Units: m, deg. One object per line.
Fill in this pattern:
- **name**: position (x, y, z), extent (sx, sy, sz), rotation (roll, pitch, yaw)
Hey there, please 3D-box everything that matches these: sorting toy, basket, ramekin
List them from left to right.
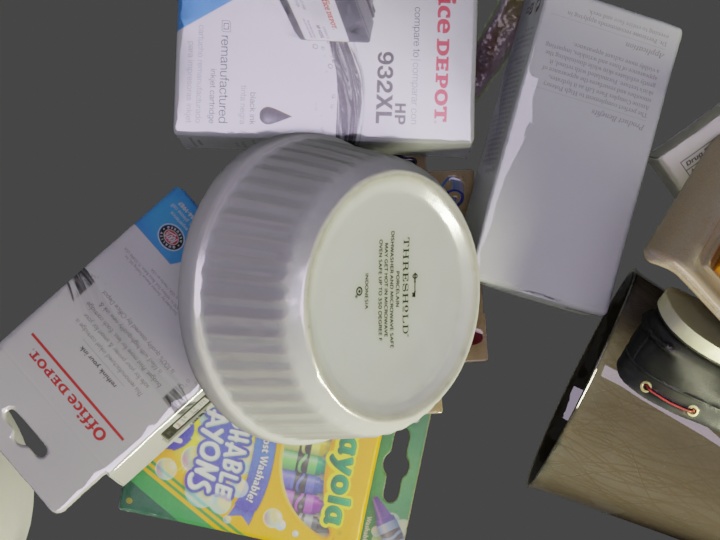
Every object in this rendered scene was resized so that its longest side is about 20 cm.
- **ramekin**: position (-0.011, 0.014, 1.343), extent (0.202, 0.094, 0.204), rotation (-4, 96, -44)
- **basket**: position (0.233, 0.114, 1.408), extent (0.199, 0.136, 0.181), rotation (25, 133, 3)
- **sorting toy**: position (0.279, 0.011, 1.329), extent (0.200, 0.185, 0.036), rotation (43, 127, -1)

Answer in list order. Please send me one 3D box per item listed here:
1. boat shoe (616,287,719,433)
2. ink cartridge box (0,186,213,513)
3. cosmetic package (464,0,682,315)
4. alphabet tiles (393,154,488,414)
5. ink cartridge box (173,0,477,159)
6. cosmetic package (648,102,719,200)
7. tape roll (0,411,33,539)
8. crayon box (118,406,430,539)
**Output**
- **boat shoe**: position (0.249, 0.084, 1.316), extent (0.201, 0.074, 0.063), rotation (29, 114, -16)
- **ink cartridge box**: position (-0.153, 0.057, 1.407), extent (0.200, 0.067, 0.116), rotation (-41, 79, -5)
- **cosmetic package**: position (0.136, -0.079, 1.429), extent (0.101, 0.074, 0.201), rotation (17, 89, -9)
- **alphabet tiles**: position (0.000, 0.000, 1.455), extent (0.165, 0.006, 0.201), rotation (-3, 78, -3)
- **ink cartridge box**: position (-0.021, -0.154, 1.429), extent (0.199, 0.084, 0.146), rotation (2, 87, 1)
- **cosmetic package**: position (0.292, -0.024, 1.445), extent (0.103, 0.073, 0.201), rotation (-34, 93, 3)
- **tape roll**: position (-0.328, 0.159, 1.434), extent (0.201, 0.139, 0.204), rotation (0, 94, 0)
- **crayon box**: position (-0.056, 0.120, 1.471), extent (0.199, 0.052, 0.127), rotation (12, 94, -1)
